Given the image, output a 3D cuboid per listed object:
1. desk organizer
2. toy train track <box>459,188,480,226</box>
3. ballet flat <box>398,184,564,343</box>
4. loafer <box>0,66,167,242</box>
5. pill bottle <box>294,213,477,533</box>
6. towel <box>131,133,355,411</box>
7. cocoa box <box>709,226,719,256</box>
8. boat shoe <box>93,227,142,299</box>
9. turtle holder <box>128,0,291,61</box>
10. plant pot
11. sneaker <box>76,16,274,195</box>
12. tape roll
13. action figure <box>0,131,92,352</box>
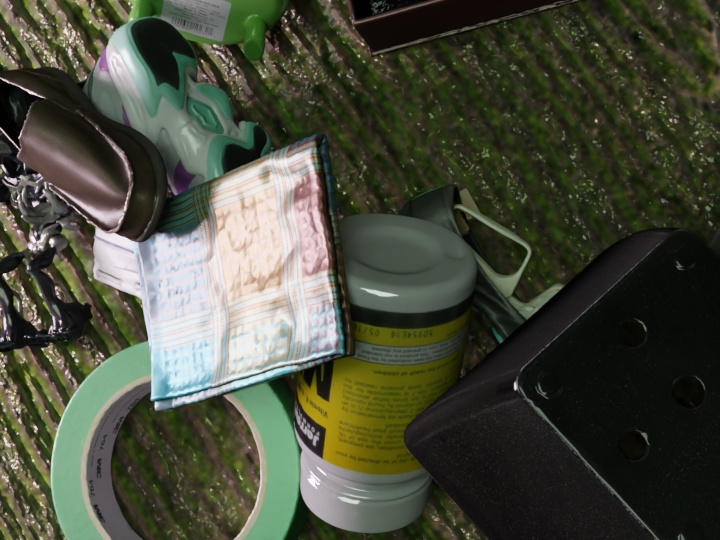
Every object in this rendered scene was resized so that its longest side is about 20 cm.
[{"bbox_3d":[0.088,-0.226,0.926,0.199,0.077,0.072,-13,82,11],"label":"desk organizer"},{"bbox_3d":[0.000,0.000,0.951,0.199,0.033,0.115,-29,72,3],"label":"toy train track"},{"bbox_3d":[0.107,0.020,0.889,0.068,0.068,0.200,-42,91,13],"label":"ballet flat"},{"bbox_3d":[-0.211,-0.083,0.895,0.200,0.071,0.073,38,115,36],"label":"loafer"},{"bbox_3d":[0.013,0.073,0.861,0.114,0.114,0.201,13,119,13],"label":"pill bottle"},{"bbox_3d":[-0.085,0.006,0.833,0.200,0.022,0.147,-19,75,43],"label":"towel"},{"bbox_3d":[0.317,-0.044,0.795,0.131,0.200,0.134,33,92,13],"label":"cocoa box"},{"bbox_3d":[-0.129,0.011,0.944,0.200,0.073,0.066,25,107,41],"label":"boat shoe"},{"bbox_3d":[-0.114,-0.259,0.924,0.140,0.186,0.132,0,59,18],"label":"turtle holder"},{"bbox_3d":[0.164,0.090,0.729,0.200,0.178,0.200,-40,77,-13],"label":"plant pot"},{"bbox_3d":[-0.144,-0.080,0.962,0.140,0.078,0.200,-33,92,41],"label":"sneaker"},{"bbox_3d":[-0.135,0.152,0.957,0.199,0.048,0.202,-1,84,13],"label":"tape roll"},{"bbox_3d":[-0.265,-0.041,0.976,0.118,0.102,0.201,-10,84,25],"label":"action figure"}]
